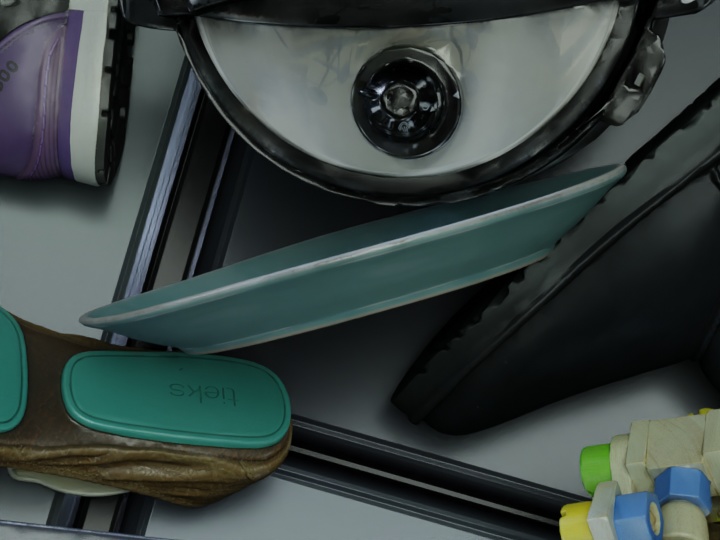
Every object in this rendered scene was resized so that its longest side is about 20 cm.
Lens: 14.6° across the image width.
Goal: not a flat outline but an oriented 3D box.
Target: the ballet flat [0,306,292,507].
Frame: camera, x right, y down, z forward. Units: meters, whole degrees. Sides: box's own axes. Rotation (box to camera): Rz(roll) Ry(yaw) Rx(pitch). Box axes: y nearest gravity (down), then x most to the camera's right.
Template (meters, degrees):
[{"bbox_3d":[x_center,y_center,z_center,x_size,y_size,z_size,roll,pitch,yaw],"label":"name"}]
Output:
[{"bbox_3d":[-0.124,0.050,1.017,0.199,0.072,0.068,12,50,-22],"label":"ballet flat"}]

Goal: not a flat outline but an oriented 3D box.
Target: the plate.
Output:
[{"bbox_3d":[0.000,0.000,0.989,0.200,0.200,0.026,-17,93,-8],"label":"plate"}]

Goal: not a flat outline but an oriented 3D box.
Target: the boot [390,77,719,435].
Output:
[{"bbox_3d":[0.135,0.039,1.049,0.200,0.076,0.168,-41,92,0],"label":"boot"}]

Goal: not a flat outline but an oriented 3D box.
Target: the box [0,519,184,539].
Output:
[{"bbox_3d":[-0.120,0.146,0.943,0.122,0.200,0.106,6,77,-3],"label":"box"}]

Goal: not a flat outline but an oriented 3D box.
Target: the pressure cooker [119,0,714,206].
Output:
[{"bbox_3d":[0.026,-0.109,0.991,0.176,0.200,0.179,-45,87,10],"label":"pressure cooker"}]

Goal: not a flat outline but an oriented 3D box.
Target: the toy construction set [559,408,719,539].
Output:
[{"bbox_3d":[0.125,0.128,0.989,0.092,0.200,0.131,1,42,12],"label":"toy construction set"}]

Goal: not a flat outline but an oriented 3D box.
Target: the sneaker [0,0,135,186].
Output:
[{"bbox_3d":[-0.127,-0.135,1.070,0.087,0.076,0.201,5,78,3],"label":"sneaker"}]
